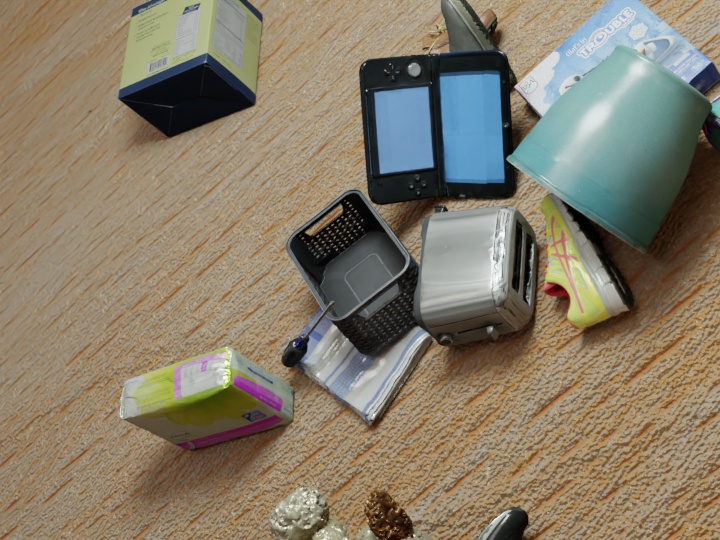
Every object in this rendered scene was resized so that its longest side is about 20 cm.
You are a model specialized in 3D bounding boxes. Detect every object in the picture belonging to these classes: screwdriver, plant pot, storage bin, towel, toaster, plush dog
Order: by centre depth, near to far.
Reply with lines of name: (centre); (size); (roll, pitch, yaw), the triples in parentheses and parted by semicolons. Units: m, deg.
plush dog: (0.007, 0.343, 1.331); (0.171, 0.200, 0.161); (-21, 38, 10)
plant pot: (0.308, -0.153, 1.373); (0.188, 0.200, 0.200); (-56, 46, 9)
toaster: (0.150, -0.002, 1.485); (0.129, 0.114, 0.201); (-8, 58, 28)
screwdriver: (-0.067, 0.081, 1.548); (0.029, 0.028, 0.200); (-57, 2, -39)
storage bin: (0.000, 0.000, 1.587); (0.135, 0.094, 0.200); (-38, 43, 3)
towel: (-0.005, 0.107, 1.594); (0.200, 0.024, 0.147); (32, 85, 43)

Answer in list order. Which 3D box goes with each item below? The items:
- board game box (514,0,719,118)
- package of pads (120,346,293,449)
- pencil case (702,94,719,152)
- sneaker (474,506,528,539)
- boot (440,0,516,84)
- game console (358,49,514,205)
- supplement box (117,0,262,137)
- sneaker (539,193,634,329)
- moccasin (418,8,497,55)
board game box: (0.334, -0.249, 1.535); (0.200, 0.043, 0.199); (-42, 47, 9)
package of pads: (-0.216, 0.183, 1.615); (0.200, 0.154, 0.068); (-20, 55, 27)
pencil case: (0.489, -0.233, 1.384); (0.092, 0.085, 0.200); (35, 87, 19)
sneaker: (0.150, 0.368, 1.310); (0.087, 0.076, 0.200); (31, 89, 28)
boot: (0.099, -0.279, 1.652); (0.200, 0.182, 0.073); (-29, 16, 18)
game console: (0.102, -0.191, 1.565); (0.118, 0.170, 0.201); (18, 115, 63)
supplement box: (-0.291, -0.372, 2.004); (0.200, 0.134, 0.200); (-15, 57, 29)
sneaker: (0.256, -0.013, 1.436); (0.090, 0.078, 0.200); (-38, 46, 21)
moccasin: (0.113, -0.324, 1.716); (0.201, 0.074, 0.078); (-34, 87, 25)
